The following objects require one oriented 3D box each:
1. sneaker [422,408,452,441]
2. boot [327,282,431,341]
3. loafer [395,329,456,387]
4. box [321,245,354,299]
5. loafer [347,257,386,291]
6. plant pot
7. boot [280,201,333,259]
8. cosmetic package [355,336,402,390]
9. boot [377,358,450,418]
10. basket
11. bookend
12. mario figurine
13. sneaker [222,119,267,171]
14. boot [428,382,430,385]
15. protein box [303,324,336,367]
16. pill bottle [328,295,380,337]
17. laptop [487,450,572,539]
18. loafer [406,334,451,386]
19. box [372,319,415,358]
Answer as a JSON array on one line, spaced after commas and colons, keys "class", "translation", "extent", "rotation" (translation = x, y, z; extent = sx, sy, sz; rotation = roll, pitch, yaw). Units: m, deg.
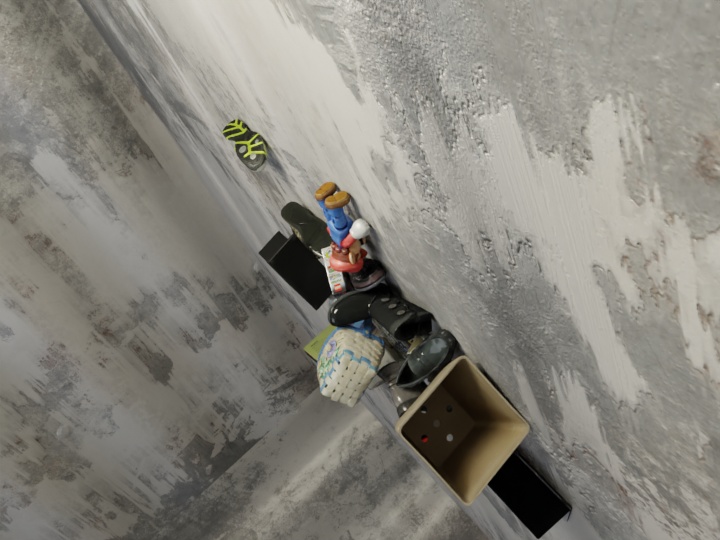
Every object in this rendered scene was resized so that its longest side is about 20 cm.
[{"class": "sneaker", "translation": [0.140, 0.358, 1.603], "extent": [0.200, 0.108, 0.068], "rotation": [7, 133, 55]}, {"class": "boot", "translation": [0.038, 0.103, 1.393], "extent": [0.200, 0.163, 0.067], "rotation": [38, 150, 55]}, {"class": "loafer", "translation": [0.134, 0.191, 1.374], "extent": [0.068, 0.070, 0.201], "rotation": [51, 141, 13]}, {"class": "box", "translation": [-0.043, 0.023, 1.560], "extent": [0.200, 0.034, 0.112], "rotation": [57, -163, -72]}, {"class": "loafer", "translation": [0.000, 0.000, 1.463], "extent": [0.064, 0.071, 0.200], "rotation": [57, 170, -11]}, {"class": "plant pot", "translation": [0.181, 0.315, 1.333], "extent": [0.200, 0.200, 0.177], "rotation": [46, 165, -3]}, {"class": "boot", "translation": [-0.109, -0.072, 1.664], "extent": [0.203, 0.073, 0.154], "rotation": [44, 171, 31]}, {"class": "cosmetic package", "translation": [0.057, 0.235, 1.711], "extent": [0.088, 0.103, 0.200], "rotation": [48, -172, 12]}, {"class": "boot", "translation": [0.139, 0.258, 1.502], "extent": [0.197, 0.070, 0.133], "rotation": [4, -134, -40]}, {"class": "basket", "translation": [-0.021, 0.192, 1.510], "extent": [0.137, 0.178, 0.201], "rotation": [26, -154, -7]}, {"class": "bookend", "translation": [-0.178, -0.026, 1.656], "extent": [0.199, 0.092, 0.199], "rotation": [48, 173, -36]}, {"class": "mario figurine", "translation": [-0.025, -0.086, 1.341], "extent": [0.125, 0.103, 0.203], "rotation": [-88, -13, -49]}, {"class": "sneaker", "translation": [-0.265, -0.295, 1.598], "extent": [0.201, 0.075, 0.077], "rotation": [55, -178, 42]}, {"class": "boot", "translation": [0.214, 0.340, 1.651], "extent": [0.097, 0.074, 0.201], "rotation": [48, 166, 27]}, {"class": "protein box", "translation": [-0.050, 0.249, 2.072], "extent": [0.136, 0.198, 0.200], "rotation": [53, 168, -14]}, {"class": "pill bottle", "translation": [-0.020, 0.108, 1.752], "extent": [0.111, 0.111, 0.201], "rotation": [40, 164, 41]}, {"class": "laptop", "translation": [0.364, 0.505, 1.477], "extent": [0.187, 0.115, 0.201], "rotation": [44, 167, 31]}, {"class": "loafer", "translation": [0.178, 0.232, 1.470], "extent": [0.200, 0.069, 0.075], "rotation": [48, 168, 17]}, {"class": "box", "translation": [0.091, 0.149, 1.609], "extent": [0.201, 0.049, 0.161], "rotation": [50, 166, 6]}]
